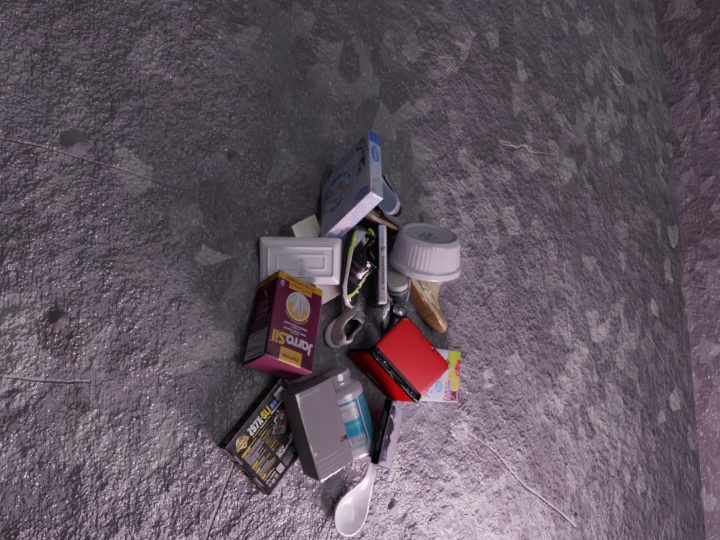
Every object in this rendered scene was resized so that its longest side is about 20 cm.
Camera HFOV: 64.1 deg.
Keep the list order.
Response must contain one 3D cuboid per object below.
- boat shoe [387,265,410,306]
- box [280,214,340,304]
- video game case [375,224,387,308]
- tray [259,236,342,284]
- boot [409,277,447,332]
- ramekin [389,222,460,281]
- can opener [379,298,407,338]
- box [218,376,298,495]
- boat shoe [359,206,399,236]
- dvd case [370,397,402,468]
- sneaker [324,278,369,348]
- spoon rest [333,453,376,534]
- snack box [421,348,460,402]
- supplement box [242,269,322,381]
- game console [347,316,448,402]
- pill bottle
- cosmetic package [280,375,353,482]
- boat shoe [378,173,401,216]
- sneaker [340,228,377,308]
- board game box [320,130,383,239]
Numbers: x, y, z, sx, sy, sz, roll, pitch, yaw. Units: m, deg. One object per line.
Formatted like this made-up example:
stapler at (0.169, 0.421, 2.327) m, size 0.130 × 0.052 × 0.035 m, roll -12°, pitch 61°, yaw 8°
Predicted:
boat shoe at (0.098, 0.035, 1.518) m, size 0.070 × 0.201 × 0.064 m, roll -7°, pitch 109°, yaw 4°
box at (-0.117, -0.025, 1.405) m, size 0.081 × 0.067 × 0.206 m, roll -27°, pitch 101°, yaw -35°
video game case at (0.052, -0.004, 1.466) m, size 0.022 × 0.200 × 0.190 m, roll 0°, pitch 83°, yaw -1°
tray at (-0.139, -0.021, 1.344) m, size 0.192 × 0.022 × 0.112 m, roll 1°, pitch 99°, yaw -6°
boot at (0.215, 0.057, 1.648) m, size 0.155 × 0.072 × 0.202 m, roll -44°, pitch 104°, yaw -32°
ramekin at (0.178, -0.055, 1.530) m, size 0.198 × 0.201 × 0.097 m, roll -11°, pitch 120°, yaw -37°
can opener at (0.086, 0.141, 1.472) m, size 0.054 × 0.065 × 0.202 m, roll -61°, pitch 160°, yaw -26°
box at (-0.200, 0.372, 1.305) m, size 0.161 × 0.049 × 0.201 m, roll 51°, pitch 58°, yaw -18°
boat shoe at (0.032, -0.154, 1.536) m, size 0.196 × 0.071 × 0.074 m, roll 22°, pitch 67°, yaw -31°
dvd case at (0.070, 0.415, 1.446) m, size 0.201 × 0.024 × 0.155 m, roll 63°, pitch 39°, yaw -66°
sneaker at (-0.012, 0.106, 1.454) m, size 0.075 × 0.091 × 0.204 m, roll 38°, pitch 63°, yaw -28°
spoon rest at (-0.007, 0.550, 1.423) m, size 0.098 × 0.060 × 0.205 m, roll 32°, pitch 65°, yaw -29°
snack box at (0.196, 0.292, 1.615) m, size 0.195 × 0.052 × 0.148 m, roll 12°, pitch 76°, yaw -35°
supplement box at (-0.172, 0.126, 1.297) m, size 0.129 × 0.102 × 0.206 m, roll 25°, pitch 56°, yaw -33°
game console at (0.095, 0.229, 1.472) m, size 0.201 × 0.170 × 0.120 m, roll 48°, pitch 59°, yaw -21°
pill bottle at (-0.033, 0.343, 1.397) m, size 0.109 × 0.109 × 0.207 m, roll -20°, pitch 96°, yaw -36°
cosmetic package at (-0.098, 0.352, 1.303) m, size 0.105 × 0.089 × 0.207 m, roll -21°, pitch 99°, yaw -34°
boat shoe at (0.046, -0.225, 1.528) m, size 0.200 × 0.074 × 0.068 m, roll 49°, pitch 10°, yaw 22°
sneaker at (0.000, 0.000, 1.372) m, size 0.072 × 0.080 × 0.207 m, roll -59°, pitch 155°, yaw -65°
board game box at (-0.025, -0.196, 1.376) m, size 0.043 × 0.199 × 0.204 m, roll 24°, pitch 46°, yaw -29°
